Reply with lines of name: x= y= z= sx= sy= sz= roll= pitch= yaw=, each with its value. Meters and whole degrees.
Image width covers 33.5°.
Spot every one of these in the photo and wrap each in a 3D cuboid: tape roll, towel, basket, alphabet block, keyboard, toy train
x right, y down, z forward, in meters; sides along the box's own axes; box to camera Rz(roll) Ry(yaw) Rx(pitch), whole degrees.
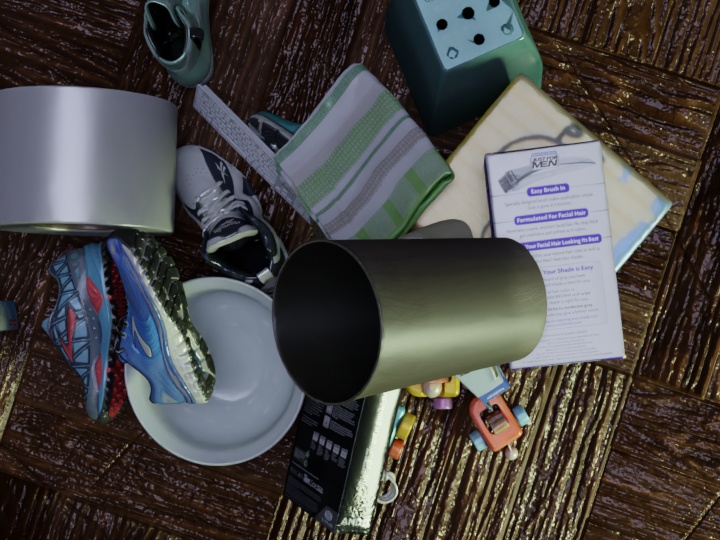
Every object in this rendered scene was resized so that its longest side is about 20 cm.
tape roll: x=-0.297 y=-0.112 z=1.279 sx=0.200 sy=0.203 sz=0.141 roll=1 pitch=89 yaw=4
towel: x=-0.003 y=-0.105 z=1.207 sx=0.150 sy=0.031 sz=0.200 roll=-50 pitch=48 yaw=16
basket: x=0.052 y=0.034 z=1.033 sx=0.198 sy=0.180 sz=0.138 roll=-6 pitch=89 yaw=-31
alphabet block: x=0.177 y=-0.056 z=1.252 sx=0.200 sy=0.196 sz=0.196 roll=40 pitch=89 yaw=4
keyboard: x=-0.116 y=-0.128 z=1.343 sx=0.200 sy=0.056 sz=0.011 roll=45 pitch=62 yaw=4
toy train: x=0.080 y=0.171 z=1.318 sx=0.199 sy=0.056 sz=0.151 roll=-27 pitch=86 yaw=2

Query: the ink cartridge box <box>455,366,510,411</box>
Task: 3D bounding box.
ink cartridge box: x=0.096 y=0.063 z=1.234 sx=0.042 sy=0.200 sz=0.120 roll=-31 pitch=59 yaw=7

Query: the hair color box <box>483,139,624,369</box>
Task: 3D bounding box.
hair color box: x=0.180 y=-0.014 z=1.121 sx=0.108 sy=0.065 sz=0.202 roll=-6 pitch=89 yaw=4

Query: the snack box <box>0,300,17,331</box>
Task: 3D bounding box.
snack box: x=-0.496 y=0.062 z=1.327 sx=0.198 sy=0.116 sz=0.038 roll=-8 pitch=88 yaw=4

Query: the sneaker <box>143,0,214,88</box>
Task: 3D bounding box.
sneaker: x=-0.208 y=-0.312 z=1.323 sx=0.073 sy=0.118 sz=0.203 roll=-13 pitch=86 yaw=4

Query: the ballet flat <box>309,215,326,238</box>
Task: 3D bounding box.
ballet flat: x=0.000 y=0.000 z=1.308 sx=0.067 sy=0.046 sz=0.202 roll=-21 pitch=104 yaw=2

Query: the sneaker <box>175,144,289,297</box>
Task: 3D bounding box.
sneaker: x=-0.148 y=-0.059 z=1.303 sx=0.079 sy=0.130 sz=0.200 roll=-30 pitch=87 yaw=0

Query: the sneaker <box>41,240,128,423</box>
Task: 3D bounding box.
sneaker: x=-0.308 y=0.072 z=1.345 sx=0.094 sy=0.079 sz=0.202 roll=-8 pitch=79 yaw=13

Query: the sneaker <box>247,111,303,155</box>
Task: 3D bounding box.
sneaker: x=-0.033 y=-0.130 z=1.338 sx=0.198 sy=0.078 sz=0.080 roll=23 pitch=56 yaw=10

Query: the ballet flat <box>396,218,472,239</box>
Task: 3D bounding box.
ballet flat: x=0.021 y=0.018 z=1.132 sx=0.200 sy=0.069 sz=0.070 roll=-43 pitch=86 yaw=8

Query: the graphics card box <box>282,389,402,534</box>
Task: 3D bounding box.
graphics card box: x=-0.017 y=0.167 z=1.282 sx=0.050 sy=0.125 sz=0.202 roll=12 pitch=93 yaw=-32

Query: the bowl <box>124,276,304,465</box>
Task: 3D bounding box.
bowl: x=-0.152 y=0.108 z=1.315 sx=0.199 sy=0.090 sz=0.203 roll=0 pitch=90 yaw=4

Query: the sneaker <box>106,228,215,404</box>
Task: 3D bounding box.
sneaker: x=-0.221 y=0.054 z=1.222 sx=0.088 sy=0.079 sz=0.202 roll=-14 pitch=108 yaw=12

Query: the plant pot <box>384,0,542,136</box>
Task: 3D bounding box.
plant pot: x=0.109 y=-0.247 z=1.260 sx=0.140 sy=0.200 sz=0.142 roll=-23 pitch=87 yaw=3
